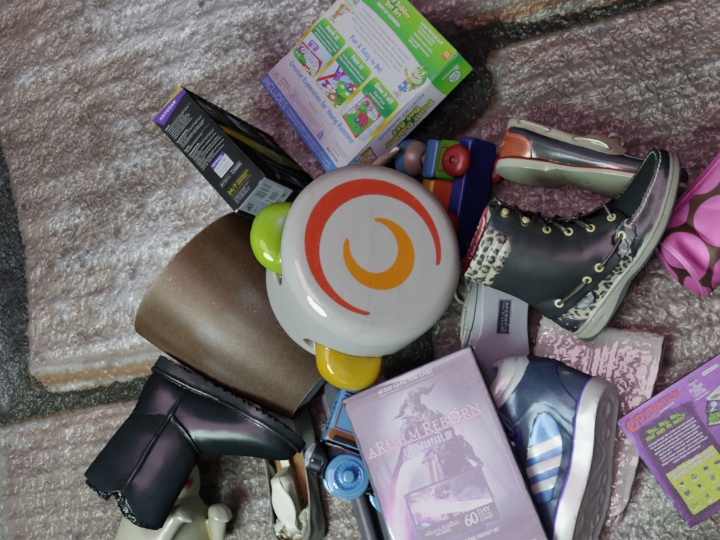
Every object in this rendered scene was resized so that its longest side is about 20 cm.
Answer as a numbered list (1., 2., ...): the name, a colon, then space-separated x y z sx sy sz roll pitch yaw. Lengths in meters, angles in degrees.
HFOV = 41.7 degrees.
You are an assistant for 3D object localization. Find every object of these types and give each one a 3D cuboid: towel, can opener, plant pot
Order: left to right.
1. plant pot: -0.120 0.068 1.072 0.200 0.187 0.187 42 101 10
2. can opener: -0.003 0.218 1.045 0.053 0.067 0.201 -23 73 21
3. towel: 0.227 0.149 0.969 0.132 0.034 0.201 12 88 25

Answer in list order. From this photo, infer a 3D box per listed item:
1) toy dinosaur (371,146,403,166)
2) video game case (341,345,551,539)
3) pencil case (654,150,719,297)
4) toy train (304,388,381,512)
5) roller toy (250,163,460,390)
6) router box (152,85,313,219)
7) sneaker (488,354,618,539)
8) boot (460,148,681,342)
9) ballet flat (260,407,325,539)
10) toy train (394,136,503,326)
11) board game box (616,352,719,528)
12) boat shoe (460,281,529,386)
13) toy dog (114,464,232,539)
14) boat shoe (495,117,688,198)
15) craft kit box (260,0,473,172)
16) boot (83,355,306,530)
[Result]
1. toy dinosaur: -0.017 -0.050 1.066 0.047 0.088 0.201 -131 50 -61
2. video game case: 0.079 0.192 0.911 0.142 0.019 0.201 -24 76 11
3. pencil case: 0.363 -0.074 0.909 0.094 0.091 0.200 37 98 -11
4. toy train: 0.045 0.198 0.984 0.199 0.087 0.115 19 77 -2
5. roller toy: 0.000 0.000 0.958 0.182 0.140 0.200 -33 84 -21
6. router box: -0.120 -0.115 1.072 0.052 0.200 0.157 -48 66 11
7. sneaker: 0.169 0.184 0.938 0.146 0.080 0.201 13 99 38
8. boot: 0.201 -0.044 0.911 0.153 0.074 0.204 23 111 -3
9. ballet flat: -0.084 0.220 1.084 0.067 0.064 0.201 -18 75 21
10. toy train: 0.081 -0.048 1.046 0.115 0.084 0.201 13 96 41
11. board game box: 0.360 0.138 0.894 0.200 0.032 0.120 -34 80 8
12. boat shoe: 0.137 0.065 1.002 0.071 0.066 0.201 2 96 -5
13. toy dog: -0.234 0.304 1.118 0.193 0.139 0.201 -13 76 49
14. boat shoe: 0.241 -0.116 0.981 0.199 0.071 0.063 11 75 22
15. craft kit box: 0.000 -0.227 1.096 0.198 0.048 0.200 -45 54 15
16. boot: -0.181 0.208 1.029 0.199 0.076 0.169 26 78 8
